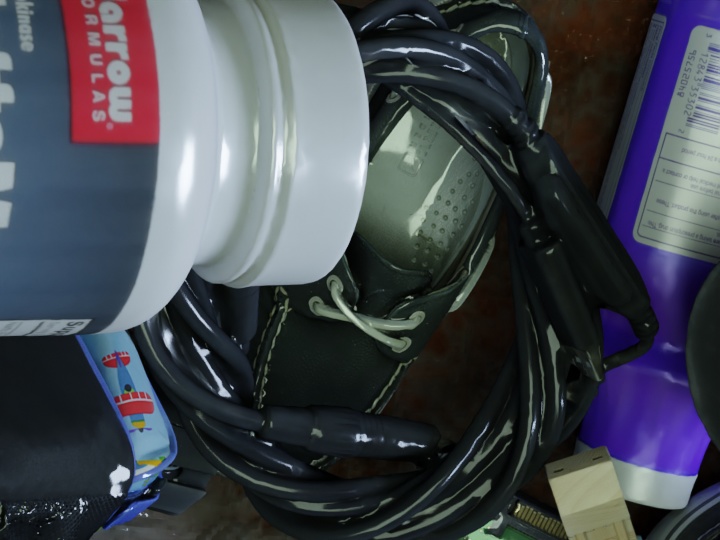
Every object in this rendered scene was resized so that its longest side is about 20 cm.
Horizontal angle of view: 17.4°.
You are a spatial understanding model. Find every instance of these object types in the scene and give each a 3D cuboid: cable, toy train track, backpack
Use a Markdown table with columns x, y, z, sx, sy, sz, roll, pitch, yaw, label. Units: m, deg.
| x | y | z | sx | sy | sz | roll | pitch | yaw | label |
| --- | --- | --- | --- | --- | --- | --- | --- | --- | --- |
| 0.000 | 0.000 | 0.805 | 0.163 | 0.051 | 0.200 | -35 | 115 | 3 | cable |
| 0.106 | 0.154 | 0.859 | 0.114 | 0.033 | 0.200 | -18 | 118 | 4 | toy train track |
| -0.186 | 0.058 | 0.786 | 0.200 | 0.134 | 0.183 | -42 | 67 | 26 | backpack |

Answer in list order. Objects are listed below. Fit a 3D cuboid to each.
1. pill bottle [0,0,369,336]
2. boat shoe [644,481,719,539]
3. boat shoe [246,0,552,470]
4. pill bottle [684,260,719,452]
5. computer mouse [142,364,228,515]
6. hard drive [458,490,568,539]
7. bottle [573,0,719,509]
| x | y | z | sx | sy | sz | roll | pitch | yaw | label |
| --- | --- | --- | --- | --- | --- | --- | --- | --- | --- |
| -0.105 | -0.041 | 0.668 | 0.200 | 0.120 | 0.120 | -1 | 101 | -26 | pill bottle |
| 0.204 | 0.104 | 0.894 | 0.200 | 0.066 | 0.070 | -3 | 79 | -18 | boat shoe |
| 0.007 | -0.009 | 0.858 | 0.075 | 0.060 | 0.200 | 20 | 97 | -15 | boat shoe |
| 0.211 | 0.023 | 0.835 | 0.200 | 0.112 | 0.112 | -6 | 104 | -41 | pill bottle |
| -0.049 | 0.082 | 0.856 | 0.200 | 0.034 | 0.059 | 25 | 115 | 0 | computer mouse |
| 0.054 | 0.193 | 0.918 | 0.140 | 0.038 | 0.200 | 26 | 96 | -14 | hard drive |
| 0.128 | -0.012 | 0.877 | 0.083 | 0.065 | 0.200 | 14 | 98 | -10 | bottle |
